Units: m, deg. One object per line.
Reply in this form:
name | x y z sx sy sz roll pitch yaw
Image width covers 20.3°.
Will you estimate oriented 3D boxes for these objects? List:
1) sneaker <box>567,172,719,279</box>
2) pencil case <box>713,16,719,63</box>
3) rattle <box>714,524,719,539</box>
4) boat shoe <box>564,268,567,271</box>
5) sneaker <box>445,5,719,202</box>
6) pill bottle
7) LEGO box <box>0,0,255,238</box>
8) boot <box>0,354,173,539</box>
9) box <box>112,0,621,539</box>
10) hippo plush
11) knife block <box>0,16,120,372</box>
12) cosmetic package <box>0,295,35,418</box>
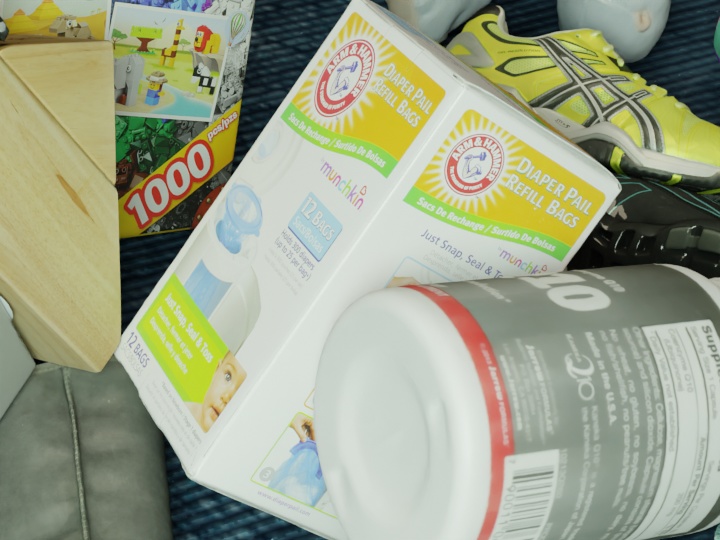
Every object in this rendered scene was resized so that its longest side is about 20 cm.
sneaker | 0.133 -0.012 1.025 0.200 0.076 0.079 23 20 29
pencil case | 0.258 -0.082 1.079 0.088 0.089 0.200 -9 42 -10
rattle | 0.202 0.151 0.766 0.130 0.143 0.200 43 34 -2
boat shoe | 0.063 0.028 0.967 0.071 0.064 0.201 18 57 -27
sneaker | 0.129 -0.088 1.073 0.199 0.075 0.077 20 83 18
pill bottle | 0.092 0.056 0.817 0.199 0.114 0.114 -5 39 -32
LEGO box | -0.154 -0.093 0.985 0.200 0.149 0.077 -10 26 -44
boot | -0.089 0.118 0.872 0.181 0.073 0.200 -5 36 -5
box | 0.000 0.000 0.877 0.101 0.200 0.113 28 12 -36
hippo plush | 0.113 -0.200 1.187 0.160 0.159 0.201 23 71 -16
knife block | -0.187 -0.047 0.844 0.064 0.201 0.175 10 14 42
cosmetic package | -0.231 0.079 0.842 0.090 0.107 0.200 18 60 20
